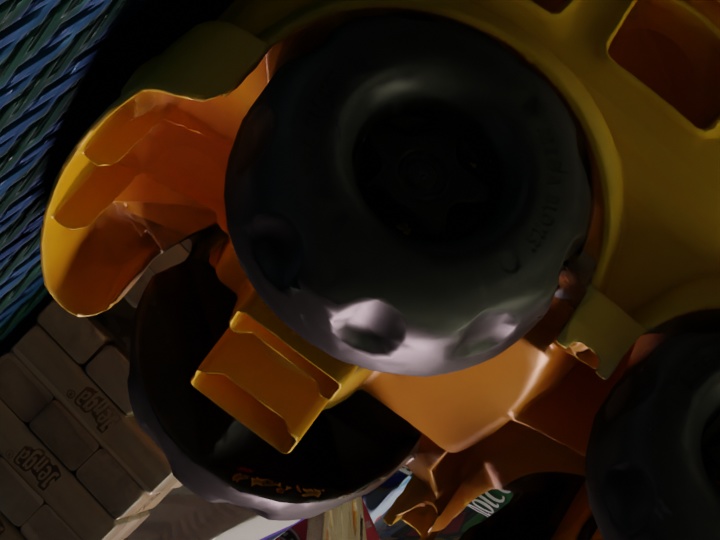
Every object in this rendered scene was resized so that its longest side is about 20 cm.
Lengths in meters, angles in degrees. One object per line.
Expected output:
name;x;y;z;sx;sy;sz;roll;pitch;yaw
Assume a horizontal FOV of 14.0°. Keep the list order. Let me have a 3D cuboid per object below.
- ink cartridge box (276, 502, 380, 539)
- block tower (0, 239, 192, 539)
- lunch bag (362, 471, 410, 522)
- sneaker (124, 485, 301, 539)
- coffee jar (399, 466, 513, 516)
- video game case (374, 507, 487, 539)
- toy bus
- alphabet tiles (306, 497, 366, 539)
ink cartridge box;-0.036;0.187;1.170;0.145;0.200;0.083;-26;176;3
block tower;-0.055;0.025;0.762;0.200;0.054;0.058;-45;174;2
lunch bag;0.000;0.071;1.433;0.161;0.082;0.200;-51;174;28
sneaker;-0.054;0.063;0.913;0.200;0.081;0.146;-44;175;-2
coffee jar;0.066;0.059;1.202;0.085;0.200;0.104;-62;178;-14
video game case;0.068;0.117;1.321;0.143;0.018;0.200;-7;-163;29
toy bus;0.060;-0.013;0.646;0.192;0.200;0.136;-51;179;-28
alphabet tiles;-0.007;0.141;0.993;0.200;0.008;0.167;83;8;-49
